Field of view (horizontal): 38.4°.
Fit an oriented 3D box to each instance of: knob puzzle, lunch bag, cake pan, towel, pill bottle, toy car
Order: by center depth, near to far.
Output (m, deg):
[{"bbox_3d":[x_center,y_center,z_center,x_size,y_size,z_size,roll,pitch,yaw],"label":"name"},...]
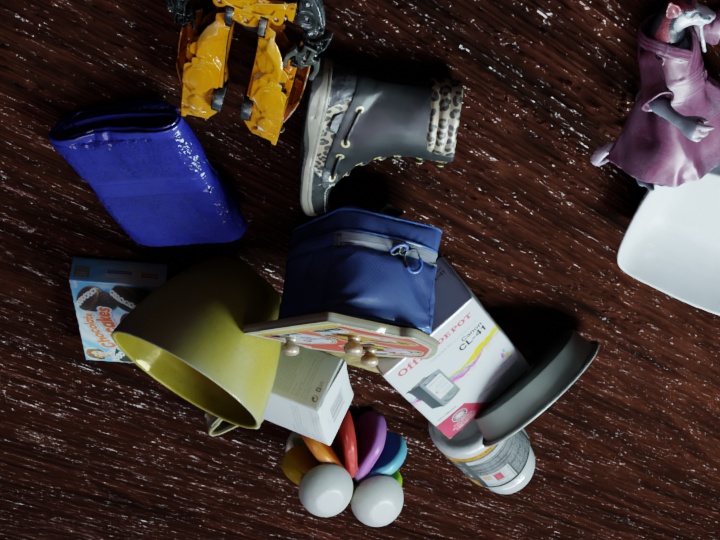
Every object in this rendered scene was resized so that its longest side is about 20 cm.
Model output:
[{"bbox_3d":[-0.212,-0.098,1.073,0.145,0.050,0.201,-2,148,16],"label":"towel"},{"bbox_3d":[-0.003,0.084,1.114,0.215,0.031,0.220,5,167,1],"label":"knob puzzle"},{"bbox_3d":[0.000,0.000,1.118,0.134,0.135,0.199,12,166,-27],"label":"lunch bag"},{"bbox_3d":[0.222,0.147,1.337,0.037,0.200,0.200,48,137,1],"label":"cake pan"},{"bbox_3d":[0.187,0.255,1.542,0.114,0.118,0.200,-14,144,22],"label":"pill bottle"},{"bbox_3d":[-0.014,0.280,1.573,0.197,0.175,0.152,17,108,-23],"label":"toy car"}]

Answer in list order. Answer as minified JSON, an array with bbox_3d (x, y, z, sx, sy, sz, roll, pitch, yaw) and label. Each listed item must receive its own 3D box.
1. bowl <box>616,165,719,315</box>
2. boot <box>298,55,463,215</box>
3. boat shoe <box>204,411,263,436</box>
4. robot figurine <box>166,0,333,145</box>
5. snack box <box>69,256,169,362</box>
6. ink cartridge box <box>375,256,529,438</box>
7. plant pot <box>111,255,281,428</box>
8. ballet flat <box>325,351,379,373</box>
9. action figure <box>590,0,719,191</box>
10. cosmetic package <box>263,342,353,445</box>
[{"bbox_3d":[0.386,-0.045,1.077,0.197,0.075,0.201,24,147,8],"label":"bowl"},{"bbox_3d":[0.015,-0.122,1.010,0.147,0.074,0.202,3,142,-4],"label":"boot"},{"bbox_3d":[-0.147,0.190,1.481,0.071,0.077,0.198,28,137,-36],"label":"boat shoe"},{"bbox_3d":[-0.100,-0.197,0.893,0.142,0.059,0.201,17,146,-5],"label":"robot figurine"},{"bbox_3d":[-0.299,0.055,1.312,0.114,0.038,0.201,4,147,-5],"label":"snack box"},{"bbox_3d":[0.104,0.100,1.283,0.147,0.086,0.200,-41,139,4],"label":"ink cartridge box"},{"bbox_3d":[-0.170,0.069,1.209,0.197,0.143,0.201,26,159,11],"label":"plant pot"},{"bbox_3d":[0.007,0.093,1.340,0.196,0.070,0.063,6,142,-10],"label":"ballet flat"},{"bbox_3d":[0.283,-0.176,0.928,0.148,0.134,0.202,30,154,43],"label":"action figure"},{"bbox_3d":[-0.116,0.138,1.334,0.197,0.082,0.114,21,153,17],"label":"cosmetic package"}]
